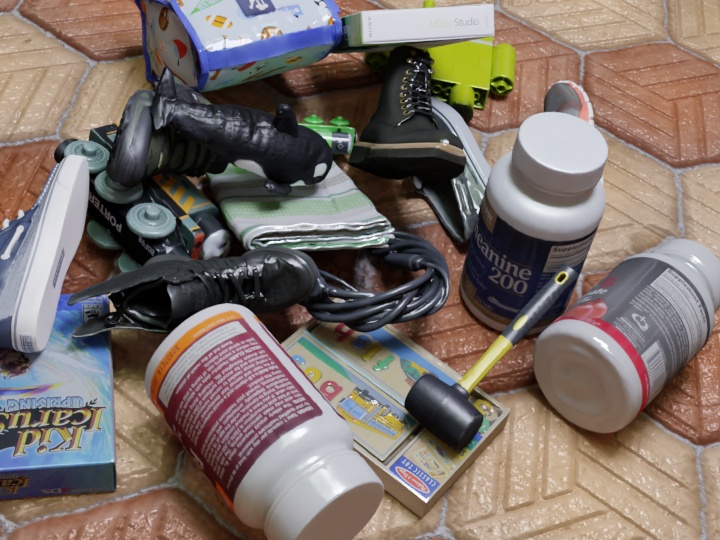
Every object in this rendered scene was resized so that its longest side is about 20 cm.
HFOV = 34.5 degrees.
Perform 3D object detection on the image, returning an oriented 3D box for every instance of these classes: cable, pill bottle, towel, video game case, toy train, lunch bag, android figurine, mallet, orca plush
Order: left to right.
[{"bbox_3d":[-0.306,0.102,0.966,0.197,0.046,0.183,-2,49,-13],"label":"video game case"},{"bbox_3d":[-0.210,-0.067,1.122,0.113,0.086,0.200,-23,55,-40],"label":"toy train"},{"bbox_3d":[-0.131,-0.258,1.237,0.168,0.125,0.200,-18,25,-22],"label":"lunch bag"},{"bbox_3d":[-0.095,-0.142,1.082,0.199,0.071,0.106,29,35,-27],"label":"orca plush"},{"bbox_3d":[-0.077,0.132,0.934,0.113,0.115,0.200,-25,56,-30],"label":"pill bottle"},{"bbox_3d":[-0.099,-0.144,1.229,0.197,0.042,0.056,3,19,-8],"label":"toy train"},{"bbox_3d":[-0.066,-0.072,1.135,0.147,0.031,0.200,-3,27,-19],"label":"towel"},{"bbox_3d":[0.000,0.000,1.094,0.198,0.051,0.163,17,26,28],"label":"cable"},{"bbox_3d":[0.096,-0.255,1.382,0.180,0.041,0.201,12,48,0],"label":"android figurine"},{"bbox_3d":[0.129,0.073,1.008,0.199,0.041,0.066,-38,64,-15],"label":"mallet"},{"bbox_3d":[0.164,-0.043,1.084,0.110,0.201,0.112,5,46,-6],"label":"pill bottle"},{"bbox_3d":[0.258,0.052,1.075,0.110,0.111,0.199,38,51,23],"label":"pill bottle"}]

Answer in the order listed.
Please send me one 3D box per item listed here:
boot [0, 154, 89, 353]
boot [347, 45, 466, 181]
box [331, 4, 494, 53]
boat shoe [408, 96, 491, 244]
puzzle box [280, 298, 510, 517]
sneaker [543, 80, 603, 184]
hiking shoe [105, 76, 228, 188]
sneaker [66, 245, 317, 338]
[{"bbox_3d":[-0.297,-0.024,1.000,0.089,0.073,0.202,7,51,0],"label":"boot"},{"bbox_3d":[0.055,-0.166,1.157,0.077,0.140,0.199,19,-3,-28],"label":"boot"},{"bbox_3d":[0.042,-0.256,1.242,0.143,0.037,0.200,-6,7,-14],"label":"box"},{"bbox_3d":[0.085,-0.111,1.220,0.070,0.072,0.201,-15,54,-29],"label":"boat shoe"},{"bbox_3d":[0.017,0.113,1.031,0.199,0.026,0.133,34,51,20],"label":"puzzle box"},{"bbox_3d":[0.212,-0.137,1.271,0.081,0.078,0.201,0,47,-2],"label":"sneaker"},{"bbox_3d":[-0.170,-0.126,1.096,0.100,0.076,0.201,24,29,-3],"label":"hiking shoe"},{"bbox_3d":[-0.141,0.022,0.996,0.197,0.061,0.104,-1,17,10],"label":"sneaker"}]
